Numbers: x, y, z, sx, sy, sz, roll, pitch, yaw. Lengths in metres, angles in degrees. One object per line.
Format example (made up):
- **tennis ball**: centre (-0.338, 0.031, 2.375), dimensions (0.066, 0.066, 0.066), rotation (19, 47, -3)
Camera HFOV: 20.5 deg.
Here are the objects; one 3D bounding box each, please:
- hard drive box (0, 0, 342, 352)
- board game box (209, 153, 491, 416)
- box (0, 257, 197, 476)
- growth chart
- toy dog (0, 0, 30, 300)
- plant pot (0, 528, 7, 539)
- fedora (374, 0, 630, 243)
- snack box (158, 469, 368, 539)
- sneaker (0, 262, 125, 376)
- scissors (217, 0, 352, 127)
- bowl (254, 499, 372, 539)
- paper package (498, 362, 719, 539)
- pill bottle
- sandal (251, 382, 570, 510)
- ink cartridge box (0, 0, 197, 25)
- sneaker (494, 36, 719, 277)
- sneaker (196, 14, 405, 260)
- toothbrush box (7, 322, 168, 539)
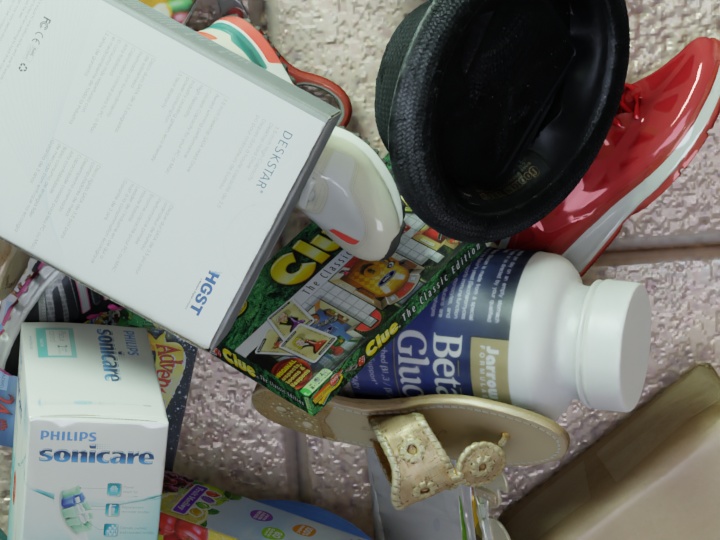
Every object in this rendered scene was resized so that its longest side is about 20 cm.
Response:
- **hard drive box**: centre (-0.134, -0.070, 1.163), dimensions (0.199, 0.077, 0.156), rotation (29, 98, 1)
- **board game box**: centre (0.000, 0.000, 1.256), dimensions (0.200, 0.105, 0.024), rotation (-44, 138, -25)
- **box**: centre (-0.175, 0.032, 1.349), dimensions (0.136, 0.038, 0.201), rotation (11, 109, -5)
- **growth chart**: centre (0.053, 0.178, 1.363), dimensions (0.018, 0.144, 0.201), rotation (-21, 118, -39)
- **toy dog**: centre (-0.227, -0.076, 1.256), dimensions (0.132, 0.096, 0.200), rotation (43, 98, -3)
- **plant pot**: centre (-0.336, 0.231, 1.347), dimensions (0.200, 0.200, 0.188), rotation (41, 91, -14)
- **fedora**: centre (0.073, -0.121, 1.226), dimensions (0.200, 0.091, 0.202), rotation (-16, 115, -36)
- **snack box**: centre (-0.076, 0.247, 1.348), dimensions (0.199, 0.068, 0.170), rotation (18, 111, 12)
- **sneaker**: centre (-0.155, 0.003, 1.279), dimensions (0.087, 0.074, 0.200), rotation (39, 100, -7)
- **scissors**: centre (-0.082, -0.152, 1.298), dimensions (0.073, 0.014, 0.200), rotation (-34, 106, 14)
- **bowl**: centre (-0.056, 0.262, 1.404), dimensions (0.199, 0.039, 0.202), rotation (5, 108, 15)
- **paper package**: centre (0.225, 0.202, 1.385), dimensions (0.200, 0.104, 0.191), rotation (-38, 106, 11)
- **pill bottle**: centre (0.082, 0.040, 1.285), dimensions (0.199, 0.111, 0.112), rotation (5, 112, 22)
- **sandal**: centre (0.023, 0.119, 1.259), dimensions (0.211, 0.070, 0.078), rotation (10, 148, 19)
- **ink cartridge box**: centre (-0.164, -0.184, 1.268), dimensions (0.119, 0.042, 0.201), rotation (29, 105, -6)
- **sneaker**: centre (0.145, -0.089, 1.293), dimensions (0.115, 0.078, 0.200), rotation (33, 105, -14)
- **sneaker**: centre (-0.061, -0.071, 1.233), dimensions (0.200, 0.093, 0.070), rotation (49, 139, 18)
- **toothbrush box**: centre (-0.172, 0.151, 1.223), dimensions (0.085, 0.147, 0.201), rotation (4, 111, -13)
